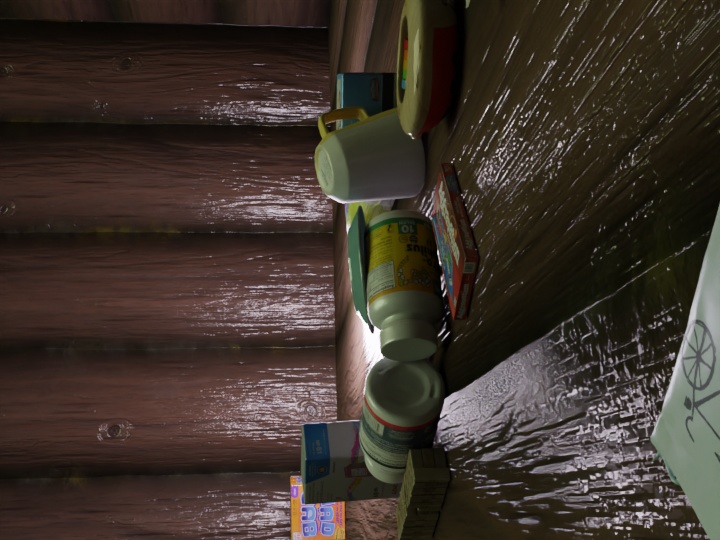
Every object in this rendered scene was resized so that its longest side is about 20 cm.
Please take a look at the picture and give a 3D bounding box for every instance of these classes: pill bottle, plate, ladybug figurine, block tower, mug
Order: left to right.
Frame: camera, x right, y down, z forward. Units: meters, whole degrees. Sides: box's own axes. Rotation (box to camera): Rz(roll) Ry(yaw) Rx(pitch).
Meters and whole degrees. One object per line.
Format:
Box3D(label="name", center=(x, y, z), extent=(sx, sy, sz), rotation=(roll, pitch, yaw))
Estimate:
Box3D(label="plate", center=(0.000, 0.000, 1.288), extent=(0.200, 0.025, 0.204), rotation=(-5, -90, -86))
Box3D(label="mug", center=(0.000, -0.185, 1.371), extent=(0.186, 0.151, 0.152), rotation=(-146, 45, -60))
Box3D(label="pill bottle", center=(0.058, 0.231, 1.236), extent=(0.202, 0.117, 0.121), rotation=(96, 172, -47))
Box3D(label="pill bottle", center=(0.063, 0.024, 1.201), extent=(0.113, 0.111, 0.203), rotation=(100, 169, -60))
Box3D(label="block tower", center=(0.091, 0.336, 1.226), extent=(0.202, 0.053, 0.058), rotation=(97, 170, -48))
Box3D(label="ladybug figurine", center=(0.091, -0.279, 1.114), extent=(0.136, 0.071, 0.203), rotation=(-102, 14, -62))

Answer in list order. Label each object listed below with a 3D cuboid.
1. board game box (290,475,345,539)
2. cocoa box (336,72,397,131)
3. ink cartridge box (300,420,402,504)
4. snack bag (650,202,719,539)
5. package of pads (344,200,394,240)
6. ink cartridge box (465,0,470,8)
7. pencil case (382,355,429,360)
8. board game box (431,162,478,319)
Box3D(label="board game box", center=(-0.162, 0.878, 3.045), extent=(0.200, 0.196, 0.203), rotation=(140, 129, -83))
Box3D(label="cocoa box", center=(0.021, -0.263, 1.520), extent=(0.133, 0.129, 0.203), rotation=(-115, 26, -76))
Box3D(label="ink cartridge box", center=(-0.011, 0.358, 1.542), extent=(0.085, 0.197, 0.146), rotation=(-103, 13, -48))
Box3D(label="snack bag", center=(0.193, 0.065, 0.365), extent=(0.189, 0.021, 0.203), rotation=(-99, 11, -60))
Box3D(label="package of pads", center=(0.018, -0.155, 1.739), extent=(0.201, 0.067, 0.156), rotation=(111, 159, -50))
Box3D(label="ink cartridge box", center=(0.134, -0.401, 0.836), extent=(0.161, 0.049, 0.203), rotation=(108, 157, -71))
Box3D(label="pencil case", center=(0.066, 0.065, 1.327), extent=(0.202, 0.085, 0.083), rotation=(-97, 27, -44))
Box3D(label="board game box", center=(0.122, -0.043, 1.082), extent=(0.202, 0.019, 0.104), rotation=(-97, 10, -49))
